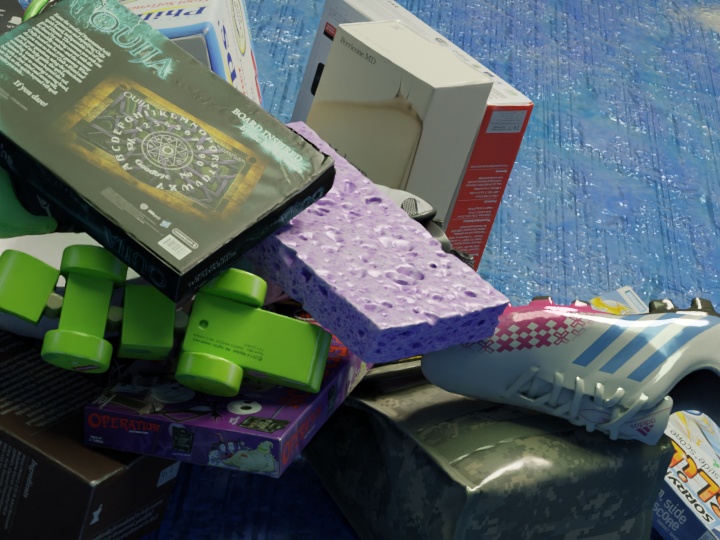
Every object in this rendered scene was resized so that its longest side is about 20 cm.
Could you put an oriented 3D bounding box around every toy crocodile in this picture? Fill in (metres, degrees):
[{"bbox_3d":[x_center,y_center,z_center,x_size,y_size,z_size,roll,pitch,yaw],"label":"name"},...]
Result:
[{"bbox_3d":[-0.116,0.031,1.385,0.199,0.068,0.062,11,-15,-6],"label":"toy crocodile"}]

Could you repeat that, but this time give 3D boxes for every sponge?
[{"bbox_3d":[-0.017,-0.020,1.437,0.111,0.030,0.200,-11,42,-44],"label":"sponge"}]

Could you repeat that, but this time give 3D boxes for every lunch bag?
[{"bbox_3d":[0.069,0.112,1.534,0.164,0.118,0.200,-7,31,-32],"label":"lunch bag"}]

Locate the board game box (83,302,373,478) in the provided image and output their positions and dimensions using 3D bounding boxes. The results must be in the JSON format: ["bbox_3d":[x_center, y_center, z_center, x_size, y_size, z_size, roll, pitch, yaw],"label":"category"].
[{"bbox_3d":[-0.070,0.064,1.447,0.120,0.032,0.200,12,22,14],"label":"board game box"}]

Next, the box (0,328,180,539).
[{"bbox_3d":[-0.213,0.092,1.437,0.200,0.075,0.100,27,25,22],"label":"box"}]

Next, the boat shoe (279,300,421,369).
[{"bbox_3d":[0.021,0.054,1.705,0.200,0.063,0.073,23,51,17],"label":"boat shoe"}]

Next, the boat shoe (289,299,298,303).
[{"bbox_3d":[0.000,0.000,1.653,0.200,0.065,0.072,16,-3,17],"label":"boat shoe"}]

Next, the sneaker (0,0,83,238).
[{"bbox_3d":[-0.177,-0.093,1.478,0.084,0.077,0.200,11,53,-3],"label":"sneaker"}]

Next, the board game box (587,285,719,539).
[{"bbox_3d":[0.204,0.105,1.665,0.200,0.034,0.135,49,35,16],"label":"board game box"}]

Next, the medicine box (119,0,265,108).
[{"bbox_3d":[-0.132,-0.114,1.763,0.103,0.183,0.200,-8,24,6],"label":"medicine box"}]

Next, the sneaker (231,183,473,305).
[{"bbox_3d":[0.001,-0.014,1.535,0.140,0.078,0.200,16,24,13],"label":"sneaker"}]

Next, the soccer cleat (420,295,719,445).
[{"bbox_3d":[0.138,0.064,1.461,0.199,0.070,0.087,-4,58,-14],"label":"soccer cleat"}]

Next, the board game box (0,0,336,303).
[{"bbox_3d":[-0.131,-0.078,1.403,0.200,0.028,0.135,38,51,20],"label":"board game box"}]

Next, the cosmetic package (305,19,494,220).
[{"bbox_3d":[0.010,-0.069,1.769,0.103,0.200,0.073,34,29,33],"label":"cosmetic package"}]

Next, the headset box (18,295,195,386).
[{"bbox_3d":[-0.183,0.014,1.612,0.200,0.077,0.149,29,28,23],"label":"headset box"}]

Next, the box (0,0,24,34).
[{"bbox_3d":[-0.322,-0.164,1.834,0.106,0.123,0.200,3,29,-28],"label":"box"}]

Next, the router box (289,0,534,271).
[{"bbox_3d":[0.026,-0.092,1.856,0.049,0.180,0.200,-5,34,-40],"label":"router box"}]

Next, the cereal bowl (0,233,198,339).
[{"bbox_3d":[-0.178,-0.026,1.511,0.199,0.083,0.200,4,43,-4],"label":"cereal bowl"}]
